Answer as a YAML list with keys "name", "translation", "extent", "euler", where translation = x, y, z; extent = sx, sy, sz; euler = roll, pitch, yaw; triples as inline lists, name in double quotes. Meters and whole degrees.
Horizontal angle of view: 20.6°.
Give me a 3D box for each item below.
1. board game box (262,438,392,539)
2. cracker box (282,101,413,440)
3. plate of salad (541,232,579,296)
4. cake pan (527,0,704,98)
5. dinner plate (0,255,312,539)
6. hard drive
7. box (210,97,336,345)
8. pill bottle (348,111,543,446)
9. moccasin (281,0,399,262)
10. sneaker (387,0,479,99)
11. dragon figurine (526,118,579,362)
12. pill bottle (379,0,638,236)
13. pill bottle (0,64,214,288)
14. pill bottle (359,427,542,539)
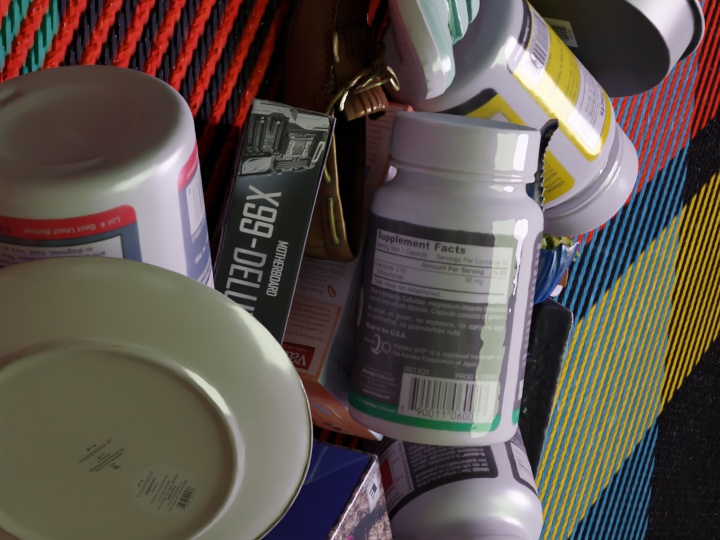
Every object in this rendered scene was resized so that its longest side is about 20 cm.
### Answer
- name: "board game box"
  translation: [-0.051, 0.231, 1.291]
  extent: [0.201, 0.096, 0.160]
  euler: [80, 31, -43]
- name: "cracker box"
  translation: [0.000, 0.000, 1.347]
  extent: [0.134, 0.057, 0.201]
  euler: [50, 54, -61]
- name: "plate of salad"
  translation: [0.135, -0.079, 1.563]
  extent: [0.200, 0.048, 0.201]
  euler: [-17, 90, -71]
- name: "cake pan"
  translation: [0.145, -0.185, 1.411]
  extent: [0.037, 0.199, 0.200]
  euler: [-68, 156, -20]
- name: "dinner plate"
  translation: [-0.122, 0.080, 0.917]
  extent: [0.024, 0.199, 0.201]
  euler: [-90, 176, -53]
- name: "hard drive"
  translation: [0.111, 0.080, 1.550]
  extent: [0.200, 0.033, 0.140]
  euler: [-138, -120, -77]
- name: "box"
  translation: [-0.065, 0.011, 1.124]
  extent: [0.158, 0.049, 0.201]
  euler: [158, -55, -84]
- name: "pill bottle"
  translation: [0.057, 0.004, 1.265]
  extent: [0.113, 0.113, 0.201]
  euler: [-11, 109, -66]
- name: "moccasin"
  translation: [-0.011, -0.106, 1.236]
  extent: [0.074, 0.077, 0.203]
  euler: [4, 97, -67]
- name: "sneaker"
  translation: [0.073, -0.189, 1.245]
  extent: [0.201, 0.117, 0.074]
  euler: [-94, 176, -46]
- name: "dragon figurine"
  translation: [0.110, -0.007, 1.355]
  extent: [0.200, 0.099, 0.059]
  euler: [-54, 166, 22]
- name: "pill bottle"
  translation: [0.110, -0.114, 1.405]
  extent: [0.200, 0.114, 0.115]
  euler: [42, 61, -42]
- name: "pill bottle"
  translation: [-0.130, 0.014, 0.957]
  extent: [0.120, 0.119, 0.201]
  euler: [-51, 146, -48]
- name: "pill bottle"
  translation: [0.065, 0.151, 1.398]
  extent: [0.117, 0.116, 0.201]
  euler: [75, 2, -49]
